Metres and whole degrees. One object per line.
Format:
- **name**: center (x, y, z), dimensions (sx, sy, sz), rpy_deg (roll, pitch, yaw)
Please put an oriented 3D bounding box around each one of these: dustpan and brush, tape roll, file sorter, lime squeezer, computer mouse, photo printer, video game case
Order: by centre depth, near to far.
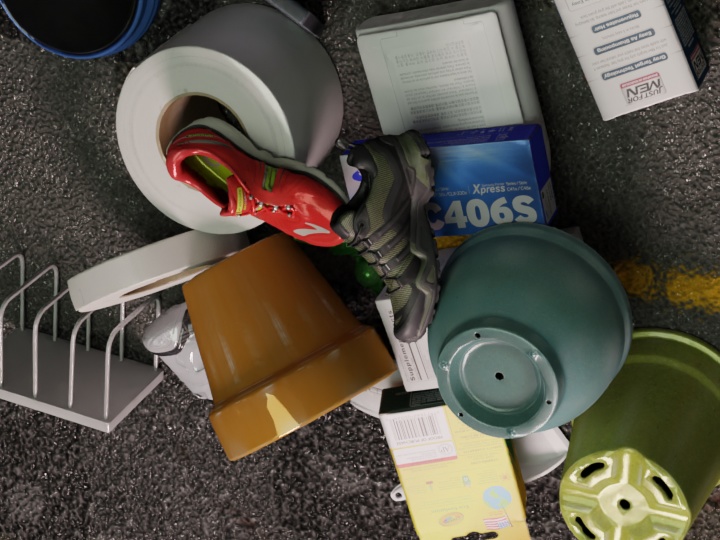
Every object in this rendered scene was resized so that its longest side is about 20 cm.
- **video game case**: center (-0.125, -0.299, 1.623), dimensions (0.199, 0.143, 0.019), rpy_deg (36, 95, 2)
- **photo printer**: center (0.096, -0.162, 1.635), dimensions (0.165, 0.070, 0.202), rpy_deg (-7, 113, 26)
- **tape roll**: center (-0.132, -0.156, 1.698), dimensions (0.201, 0.139, 0.205), rpy_deg (10, 120, 18)
- **lime squeezer**: center (0.000, 0.000, 1.768), dimensions (0.038, 0.071, 0.200), rpy_deg (-32, 124, 16)
- **tape roll**: center (-0.215, -0.004, 1.776), dimensions (0.201, 0.202, 0.037), rpy_deg (-20, 87, 30)
- **computer mouse**: center (0.016, 0.123, 1.811), dimensions (0.198, 0.044, 0.111), rpy_deg (6, 101, 29)
- **dustpan and brush**: center (0.113, 0.200, 1.824), dimensions (0.199, 0.057, 0.140), rpy_deg (-33, 100, 33)
- **file sorter**: center (-0.343, 0.077, 1.916), dimensions (0.198, 0.139, 0.126), rpy_deg (16, 118, 15)

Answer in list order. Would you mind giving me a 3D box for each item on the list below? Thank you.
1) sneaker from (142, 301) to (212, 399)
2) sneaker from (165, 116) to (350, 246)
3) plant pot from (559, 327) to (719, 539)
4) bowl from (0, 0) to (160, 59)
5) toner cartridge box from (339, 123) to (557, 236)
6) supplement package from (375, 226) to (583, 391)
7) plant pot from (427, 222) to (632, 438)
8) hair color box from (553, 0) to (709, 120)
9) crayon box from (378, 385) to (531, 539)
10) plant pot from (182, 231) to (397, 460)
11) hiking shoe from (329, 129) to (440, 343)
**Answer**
- **sneaker**: center (-0.141, 0.075, 1.867), dimensions (0.199, 0.075, 0.115), rpy_deg (-24, 113, 27)
- **sneaker**: center (-0.100, -0.070, 1.594), dimensions (0.198, 0.085, 0.077), rpy_deg (26, 124, 5)
- **plant pot**: center (0.284, 0.189, 1.669), dimensions (0.198, 0.184, 0.202), rpy_deg (10, 120, 19)
- **bowl**: center (-0.306, -0.318, 1.748), dimensions (0.198, 0.039, 0.203), rpy_deg (10, 119, 19)
- **toner cartridge box**: center (0.085, -0.084, 1.613), dimensions (0.198, 0.043, 0.096), rpy_deg (-4, 114, 25)
- **supplement package**: center (0.134, 0.040, 1.701), dimensions (0.198, 0.110, 0.115), rpy_deg (-9, 113, 27)
- **plant pot**: center (0.146, 0.075, 1.566), dimensions (0.198, 0.134, 0.202), rpy_deg (10, 121, 18)
- **hair color box**: center (0.238, -0.251, 1.531), dimensions (0.099, 0.061, 0.202), rpy_deg (-16, 108, 30)
- **crayon box**: center (0.104, 0.209, 1.774), dimensions (0.126, 0.051, 0.202), rpy_deg (-9, 120, 12)
- **plant pot**: center (-0.090, 0.069, 1.717), dimensions (0.199, 0.200, 0.185), rpy_deg (-29, 88, 33)
- **hiking shoe**: center (0.020, -0.030, 1.566), dimensions (0.099, 0.076, 0.203), rpy_deg (-4, 95, -9)
